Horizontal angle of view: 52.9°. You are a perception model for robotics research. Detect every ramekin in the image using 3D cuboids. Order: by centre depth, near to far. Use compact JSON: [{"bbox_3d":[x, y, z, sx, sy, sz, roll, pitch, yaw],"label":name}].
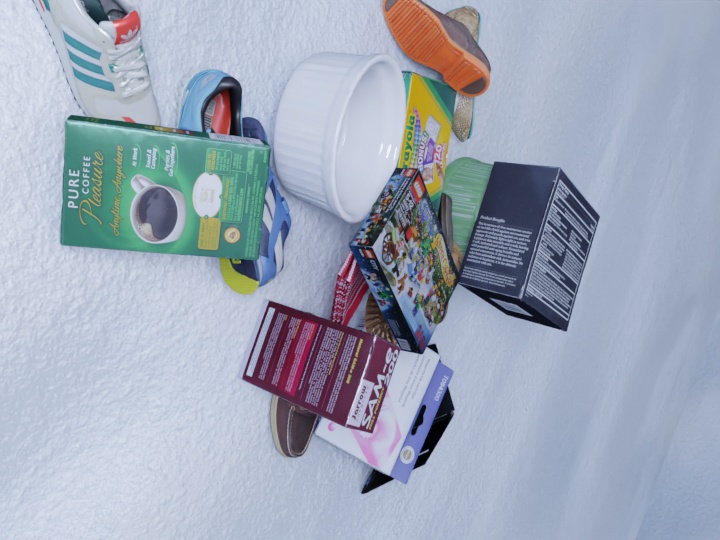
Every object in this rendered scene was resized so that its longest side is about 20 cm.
[{"bbox_3d":[-0.025,-0.169,0.895,0.201,0.096,0.204,-48,146,-47],"label":"ramekin"},{"bbox_3d":[0.206,-0.084,1.220,0.198,0.096,0.205,-16,112,-46],"label":"ramekin"}]

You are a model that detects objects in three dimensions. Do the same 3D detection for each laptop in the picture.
[{"bbox_3d":[0.068,0.248,1.221,0.175,0.103,0.203,-8,132,-47],"label":"laptop"}]

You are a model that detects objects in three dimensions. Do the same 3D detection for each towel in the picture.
[{"bbox_3d":[0.000,0.000,0.977,0.201,0.022,0.146,101,15,-62],"label":"towel"}]

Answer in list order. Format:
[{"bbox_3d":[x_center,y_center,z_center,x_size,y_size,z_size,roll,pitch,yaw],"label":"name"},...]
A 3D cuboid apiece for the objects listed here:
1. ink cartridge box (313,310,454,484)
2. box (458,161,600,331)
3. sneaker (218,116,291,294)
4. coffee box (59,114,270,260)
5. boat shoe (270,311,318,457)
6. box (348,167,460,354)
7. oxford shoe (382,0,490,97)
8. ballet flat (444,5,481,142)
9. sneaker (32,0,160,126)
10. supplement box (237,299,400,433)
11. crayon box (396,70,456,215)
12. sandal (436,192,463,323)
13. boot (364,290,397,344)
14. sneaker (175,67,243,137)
[{"bbox_3d":[0.044,0.197,1.098,0.198,0.043,0.200,32,74,-21],"label":"ink cartridge box"},{"bbox_3d":[0.267,-0.036,1.134,0.199,0.121,0.203,28,79,-50],"label":"box"},{"bbox_3d":[-0.127,-0.078,0.862,0.082,0.073,0.206,-18,114,-55],"label":"sneaker"},{"bbox_3d":[-0.193,-0.080,0.721,0.195,0.044,0.126,3,110,-18],"label":"coffee box"},{"bbox_3d":[-0.070,0.164,0.989,0.071,0.071,0.205,7,95,-49],"label":"boat shoe"},{"bbox_3d":[0.064,-0.010,0.936,0.138,0.037,0.202,-58,139,-31],"label":"box"},{"bbox_3d":[0.112,-0.339,1.050,0.199,0.071,0.074,38,48,-24],"label":"oxford shoe"},{"bbox_3d":[0.146,-0.305,1.130,0.064,0.070,0.206,-3,102,-21],"label":"ballet flat"},{"bbox_3d":[-0.235,-0.206,0.681,0.070,0.092,0.203,-42,129,-32],"label":"sneaker"},{"bbox_3d":[-0.055,0.114,0.896,0.060,0.197,0.111,27,81,-48],"label":"supplement box"},{"bbox_3d":[0.075,-0.181,1.073,0.117,0.057,0.206,1,100,-49],"label":"crayon box"},{"bbox_3d":[0.132,-0.018,1.125,0.053,0.082,0.205,9,75,-18],"label":"sandal"},{"bbox_3d":[0.058,0.039,1.072,0.108,0.073,0.204,82,22,-58],"label":"boot"},{"bbox_3d":[-0.170,-0.118,0.776,0.077,0.089,0.206,6,94,-36],"label":"sneaker"}]
